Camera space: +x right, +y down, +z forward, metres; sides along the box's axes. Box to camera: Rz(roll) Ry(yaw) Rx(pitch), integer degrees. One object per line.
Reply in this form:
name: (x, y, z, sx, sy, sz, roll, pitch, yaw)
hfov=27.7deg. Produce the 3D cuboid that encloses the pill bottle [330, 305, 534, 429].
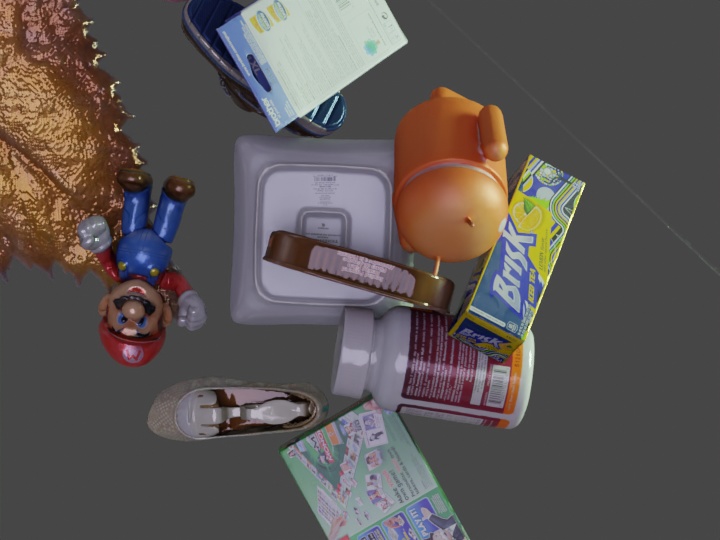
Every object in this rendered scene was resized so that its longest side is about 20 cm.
pill bottle: (0.073, 0.096, 1.514, 0.197, 0.110, 0.111, 9, 96, -4)

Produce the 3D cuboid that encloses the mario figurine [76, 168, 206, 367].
mario figurine: (-0.223, -0.001, 1.510, 0.122, 0.105, 0.203, 7, 88, 34)

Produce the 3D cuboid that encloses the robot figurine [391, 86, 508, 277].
robot figurine: (0.089, -0.090, 1.460, 0.142, 0.202, 0.117, -13, 135, 15)

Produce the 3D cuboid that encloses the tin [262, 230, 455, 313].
tin: (0.000, 0.000, 1.479, 0.197, 0.112, 0.042, 16, 86, -3)

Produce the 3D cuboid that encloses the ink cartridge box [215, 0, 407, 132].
ink cartridge box: (-0.052, -0.232, 1.463, 0.200, 0.042, 0.120, -40, 106, -34)

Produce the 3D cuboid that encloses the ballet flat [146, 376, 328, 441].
ballet flat: (-0.133, 0.145, 1.548, 0.197, 0.062, 0.069, -6, 92, 1)

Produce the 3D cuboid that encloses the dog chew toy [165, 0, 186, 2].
dog chew toy: (-0.137, -0.335, 1.475, 0.197, 0.125, 0.127, -2, 96, -8)

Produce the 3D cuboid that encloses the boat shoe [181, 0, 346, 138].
boat shoe: (-0.110, -0.198, 1.492, 0.199, 0.072, 0.073, 40, 59, -17)

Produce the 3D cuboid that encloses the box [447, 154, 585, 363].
box: (0.159, -0.013, 1.482, 0.069, 0.064, 0.202, 26, 62, -3)

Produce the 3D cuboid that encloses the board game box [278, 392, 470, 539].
board game box: (0.017, 0.246, 1.575, 0.133, 0.029, 0.202, -29, 95, 3)

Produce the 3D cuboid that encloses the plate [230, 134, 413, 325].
plate: (-0.039, -0.039, 1.545, 0.196, 0.032, 0.203, 2, 96, 1)
